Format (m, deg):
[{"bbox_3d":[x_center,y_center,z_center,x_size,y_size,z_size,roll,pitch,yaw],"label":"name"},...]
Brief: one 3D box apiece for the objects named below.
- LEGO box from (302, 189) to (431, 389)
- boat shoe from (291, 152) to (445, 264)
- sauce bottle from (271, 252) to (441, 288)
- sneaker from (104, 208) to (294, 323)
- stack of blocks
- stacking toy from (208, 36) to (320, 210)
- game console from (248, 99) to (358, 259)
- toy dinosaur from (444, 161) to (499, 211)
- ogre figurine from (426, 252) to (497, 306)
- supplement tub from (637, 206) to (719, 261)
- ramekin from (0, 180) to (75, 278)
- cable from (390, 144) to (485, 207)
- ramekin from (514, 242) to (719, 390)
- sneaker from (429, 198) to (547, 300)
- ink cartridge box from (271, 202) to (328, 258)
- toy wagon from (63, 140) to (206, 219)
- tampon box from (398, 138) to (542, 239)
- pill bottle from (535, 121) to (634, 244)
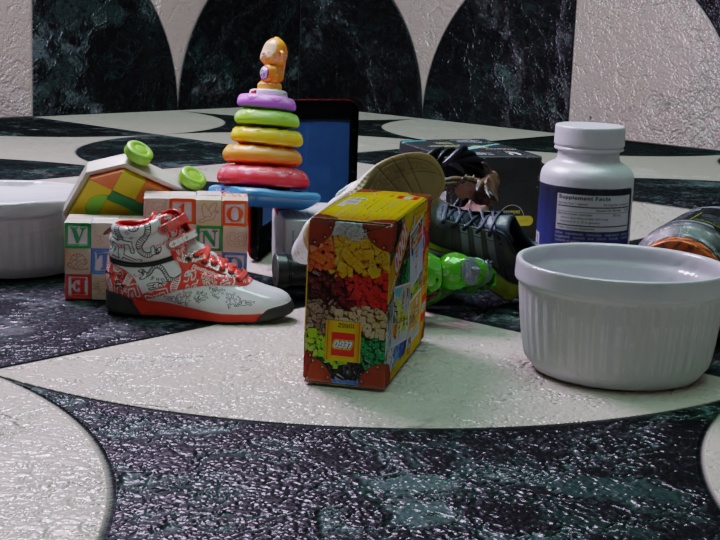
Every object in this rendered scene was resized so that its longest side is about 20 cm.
[{"bbox_3d":[0.010,0.012,1.300,0.077,0.149,0.200,5,12,12],"label":"LEGO box"},{"bbox_3d":[0.004,-0.066,1.490,0.200,0.071,0.069,-30,3,-32],"label":"boat shoe"},{"bbox_3d":[0.000,0.000,1.588,0.200,0.066,0.066,-3,12,-13],"label":"sauce bottle"},{"bbox_3d":[-0.168,-0.006,1.460,0.201,0.108,0.067,3,11,5],"label":"sneaker"},{"bbox_3d":[-0.225,-0.028,1.545,0.200,0.115,0.059,1,11,-6],"label":"stack of blocks"},{"bbox_3d":[-0.109,-0.174,1.633,0.110,0.200,0.116,3,4,-33],"label":"stacking toy"},{"bbox_3d":[-0.074,-0.121,1.827,0.118,0.200,0.172,3,11,8],"label":"game console"},{"bbox_3d":[0.140,-0.059,1.722,0.086,0.136,0.200,2,12,-2],"label":"toy dinosaur"},{"bbox_3d":[0.053,0.008,1.496,0.200,0.098,0.120,17,-8,-4],"label":"ogre figurine"},{"bbox_3d":[0.360,0.001,1.497,0.122,0.123,0.200,7,12,25],"label":"supplement tub"},{"bbox_3d":[-0.420,-0.051,1.676,0.202,0.094,0.202,2,12,0],"label":"ramekin"},{"bbox_3d":[0.071,-0.089,1.803,0.200,0.163,0.051,-11,50,-15],"label":"cable"},{"bbox_3d":[0.243,0.042,1.310,0.200,0.105,0.200,2,12,0],"label":"ramekin"},{"bbox_3d":[0.131,-0.046,1.572,0.200,0.081,0.074,29,46,-17],"label":"sneaker"},{"bbox_3d":[-0.004,-0.034,1.698,0.200,0.086,0.148,-2,11,-9],"label":"ink cartridge box"},{"bbox_3d":[-0.236,-0.057,1.609,0.200,0.155,0.040,25,32,-20],"label":"toy wagon"},{"bbox_3d":[0.156,-0.120,2.063,0.150,0.127,0.200,-2,13,-19],"label":"tampon box"},{"bbox_3d":[0.265,-0.072,1.645,0.111,0.200,0.111,2,11,0],"label":"pill bottle"}]
